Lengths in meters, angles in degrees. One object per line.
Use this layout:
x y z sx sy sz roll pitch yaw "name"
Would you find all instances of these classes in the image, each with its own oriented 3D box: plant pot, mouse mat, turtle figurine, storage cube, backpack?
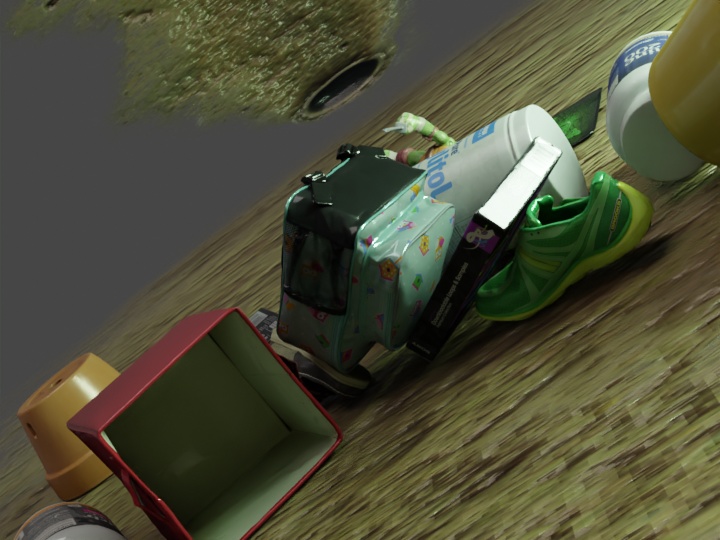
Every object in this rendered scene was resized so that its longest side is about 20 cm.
0.347 -0.186 0.941 0.201 0.201 0.189 -49 0 -40 "plant pot"
0.255 -0.179 1.546 0.161 0.008 0.200 -32 15 26 "mouse mat"
0.066 -0.142 1.631 0.200 0.144 0.194 -40 8 -25 "turtle figurine"
-0.156 0.157 1.123 0.200 0.171 0.180 -44 12 -21 "storage cube"
-0.402 0.216 1.663 0.200 0.140 0.200 -35 13 10 "plant pot"
0.000 0.000 1.142 0.176 0.153 0.200 -48 -19 -51 "backpack"

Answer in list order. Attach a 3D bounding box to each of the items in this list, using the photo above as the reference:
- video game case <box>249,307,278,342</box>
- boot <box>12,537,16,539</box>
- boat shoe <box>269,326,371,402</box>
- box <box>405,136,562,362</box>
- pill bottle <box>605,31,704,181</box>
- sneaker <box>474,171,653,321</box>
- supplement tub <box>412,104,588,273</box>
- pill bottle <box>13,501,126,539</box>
-0.182 0.127 1.631 0.181 0.026 0.200 -40 14 -11 "video game case"
-0.468 0.388 1.424 0.200 0.066 0.175 -41 25 -10 "boot"
-0.052 0.114 1.242 0.201 0.072 0.066 23 90 62 "boat shoe"
0.118 -0.018 1.100 0.143 0.036 0.200 -50 -10 -43 "box"
0.298 -0.160 1.119 0.111 0.111 0.200 -32 14 24 "pill bottle"
0.172 -0.024 1.033 0.200 0.084 0.074 -40 10 37 "sneaker"
0.129 -0.078 1.234 0.200 0.132 0.132 -28 16 27 "supplement tub"
-0.269 0.292 1.082 0.116 0.116 0.200 -42 14 -17 "pill bottle"
